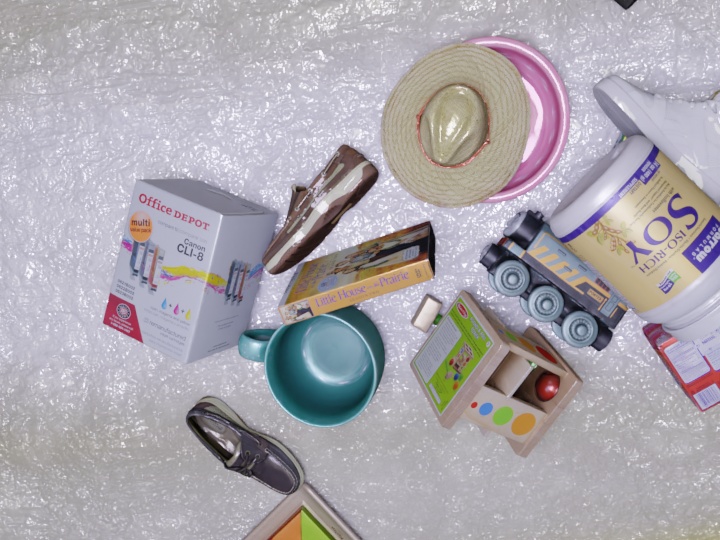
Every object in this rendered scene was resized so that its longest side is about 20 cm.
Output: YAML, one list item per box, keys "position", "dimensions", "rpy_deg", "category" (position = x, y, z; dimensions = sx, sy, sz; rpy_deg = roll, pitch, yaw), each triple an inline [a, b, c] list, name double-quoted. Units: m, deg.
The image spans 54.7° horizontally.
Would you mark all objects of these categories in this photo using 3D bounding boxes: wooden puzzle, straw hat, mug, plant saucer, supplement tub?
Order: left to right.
- position: [-0.085, 0.445, 1.041]
  dimensions: [0.185, 0.037, 0.200]
  rpy_deg: [45, 104, 1]
  category: "wooden puzzle"
- position: [-0.053, 0.108, 0.941]
  dimensions: [0.185, 0.114, 0.152]
  rpy_deg: [45, 105, 2]
  category: "mug"
- position: [0.110, -0.173, 0.827]
  dimensions: [0.198, 0.085, 0.204]
  rpy_deg: [2, 99, 10]
  category: "straw hat"
- position: [0.162, -0.188, 0.884]
  dimensions: [0.197, 0.051, 0.204]
  rpy_deg: [2, 98, 11]
  category: "plant saucer"
- position: [0.329, -0.034, 0.781]
  dimensions: [0.200, 0.145, 0.146]
  rpy_deg: [44, 104, 2]
  category: "supplement tub"

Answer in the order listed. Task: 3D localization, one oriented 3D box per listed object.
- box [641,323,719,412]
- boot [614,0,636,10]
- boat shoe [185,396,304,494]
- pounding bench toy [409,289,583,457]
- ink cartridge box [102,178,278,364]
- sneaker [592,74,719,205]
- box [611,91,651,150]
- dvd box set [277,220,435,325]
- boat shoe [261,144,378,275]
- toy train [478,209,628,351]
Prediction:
- position: [0.462, 0.067, 0.843]
  dimensions: [0.199, 0.095, 0.100]
  rpy_deg: [-36, 92, 14]
  category: "box"
- position: [0.331, -0.430, 0.803]
  dimensions: [0.138, 0.077, 0.200]
  rpy_deg: [44, 103, 6]
  category: "boot"
- position: [-0.174, 0.265, 1.013]
  dimensions: [0.199, 0.065, 0.074]
  rpy_deg: [33, 107, 7]
  category: "boat shoe"
- position: [0.163, 0.115, 0.903]
  dimensions: [0.155, 0.201, 0.125]
  rpy_deg: [25, 108, -27]
  category: "pounding bench toy"
- position: [-0.224, -0.007, 0.930]
  dimensions: [0.144, 0.144, 0.203]
  rpy_deg: [21, 102, 19]
  category: "ink cartridge box"
- position: [0.370, -0.181, 0.794]
  dimensions: [0.199, 0.074, 0.116]
  rpy_deg: [40, 101, -6]
  category: "sneaker"
- position: [0.355, -0.103, 0.863]
  dimensions: [0.116, 0.048, 0.202]
  rpy_deg: [24, 104, 7]
  category: "box"
- position: [0.000, 0.000, 0.896]
  dimensions: [0.197, 0.147, 0.030]
  rpy_deg: [-18, 109, 14]
  category: "dvd box set"
- position: [-0.067, -0.085, 0.940]
  dimensions: [0.202, 0.075, 0.075]
  rpy_deg: [-44, 79, 6]
  category: "boat shoe"
- position: [0.251, 0.013, 0.887]
  dimensions: [0.199, 0.085, 0.115]
  rpy_deg: [37, 94, 3]
  category: "toy train"
